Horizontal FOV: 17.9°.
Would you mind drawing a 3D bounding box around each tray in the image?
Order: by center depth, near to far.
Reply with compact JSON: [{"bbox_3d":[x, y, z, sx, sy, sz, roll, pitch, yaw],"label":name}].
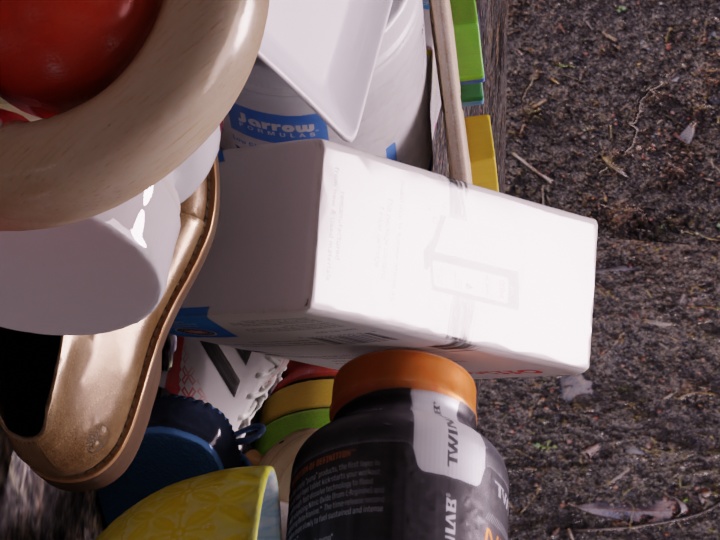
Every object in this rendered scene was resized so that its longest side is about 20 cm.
[{"bbox_3d":[-0.015,-0.173,1.124,0.107,0.022,0.200,41,56,-46],"label":"tray"}]

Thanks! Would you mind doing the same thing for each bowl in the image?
[{"bbox_3d":[-0.095,0.182,0.988,0.200,0.107,0.201,3,90,-87],"label":"bowl"}]

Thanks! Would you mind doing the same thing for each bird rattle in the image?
[{"bbox_3d":[-0.105,-0.066,0.627,0.113,0.163,0.200,52,31,-53],"label":"bird rattle"}]

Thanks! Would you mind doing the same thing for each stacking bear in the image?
[{"bbox_3d":[-0.020,0.109,1.572,0.114,0.121,0.200,-34,-131,44],"label":"stacking bear"}]

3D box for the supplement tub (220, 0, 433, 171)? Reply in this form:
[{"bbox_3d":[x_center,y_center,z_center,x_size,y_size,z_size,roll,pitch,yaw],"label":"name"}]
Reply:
[{"bbox_3d":[-0.028,-0.105,1.256,0.200,0.132,0.132,81,16,-60],"label":"supplement tub"}]

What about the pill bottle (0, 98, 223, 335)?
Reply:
[{"bbox_3d":[-0.097,-0.087,0.788,0.114,0.114,0.200,82,14,-60],"label":"pill bottle"}]

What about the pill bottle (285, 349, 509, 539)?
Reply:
[{"bbox_3d":[0.016,0.138,1.065,0.106,0.106,0.200,84,8,-57],"label":"pill bottle"}]

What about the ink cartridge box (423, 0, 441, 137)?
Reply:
[{"bbox_3d":[-0.011,-0.111,1.438,0.200,0.115,0.068,-75,167,-55],"label":"ink cartridge box"}]

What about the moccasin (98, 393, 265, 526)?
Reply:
[{"bbox_3d":[-0.092,0.108,1.154,0.200,0.080,0.068,107,8,-58],"label":"moccasin"}]

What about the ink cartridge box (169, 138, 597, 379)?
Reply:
[{"bbox_3d":[0.000,0.000,1.134,0.200,0.146,0.084,13,77,-44],"label":"ink cartridge box"}]

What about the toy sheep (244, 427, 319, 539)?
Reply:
[{"bbox_3d":[-0.046,0.189,1.328,0.138,0.138,0.200,5,95,-83],"label":"toy sheep"}]

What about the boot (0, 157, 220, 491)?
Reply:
[{"bbox_3d":[-0.108,-0.013,0.954,0.075,0.073,0.200,52,44,-65],"label":"boot"}]

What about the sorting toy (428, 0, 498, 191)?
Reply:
[{"bbox_3d":[0.060,-0.092,1.326,0.185,0.036,0.200,48,40,-86],"label":"sorting toy"}]

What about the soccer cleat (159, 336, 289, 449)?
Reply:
[{"bbox_3d":[-0.065,0.045,1.241,0.069,0.085,0.200,-55,149,-76],"label":"soccer cleat"}]
